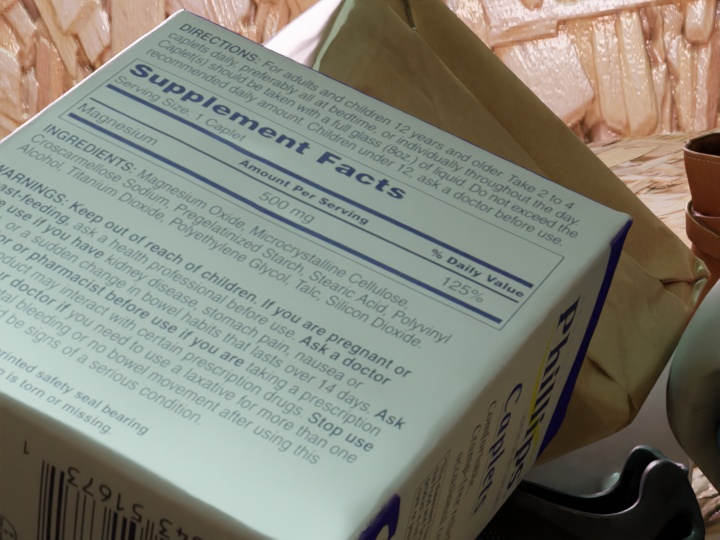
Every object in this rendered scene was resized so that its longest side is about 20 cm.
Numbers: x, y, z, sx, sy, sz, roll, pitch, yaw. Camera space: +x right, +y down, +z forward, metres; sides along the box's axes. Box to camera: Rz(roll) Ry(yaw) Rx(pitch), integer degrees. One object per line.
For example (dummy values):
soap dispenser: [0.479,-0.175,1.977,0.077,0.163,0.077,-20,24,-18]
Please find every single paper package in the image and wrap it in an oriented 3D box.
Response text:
paper package: [0.000,0.000,0.862,0.200,0.191,0.104,-30,21,47]

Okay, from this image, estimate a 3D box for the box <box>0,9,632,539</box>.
box: [-0.043,0.030,0.677,0.184,0.105,0.200,27,43,18]

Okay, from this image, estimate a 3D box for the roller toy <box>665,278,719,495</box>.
roller toy: [0.219,0.041,0.813,0.182,0.140,0.200,8,-51,-49]

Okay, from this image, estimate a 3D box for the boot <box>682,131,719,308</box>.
boot: [0.236,0.011,0.939,0.200,0.155,0.074,0,22,28]

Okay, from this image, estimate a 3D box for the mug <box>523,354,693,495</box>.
mug: [0.074,0.079,1.033,0.175,0.148,0.200,3,41,11]

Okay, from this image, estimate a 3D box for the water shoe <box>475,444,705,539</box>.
water shoe: [0.048,0.122,0.909,0.200,0.079,0.072,-10,8,-8]
